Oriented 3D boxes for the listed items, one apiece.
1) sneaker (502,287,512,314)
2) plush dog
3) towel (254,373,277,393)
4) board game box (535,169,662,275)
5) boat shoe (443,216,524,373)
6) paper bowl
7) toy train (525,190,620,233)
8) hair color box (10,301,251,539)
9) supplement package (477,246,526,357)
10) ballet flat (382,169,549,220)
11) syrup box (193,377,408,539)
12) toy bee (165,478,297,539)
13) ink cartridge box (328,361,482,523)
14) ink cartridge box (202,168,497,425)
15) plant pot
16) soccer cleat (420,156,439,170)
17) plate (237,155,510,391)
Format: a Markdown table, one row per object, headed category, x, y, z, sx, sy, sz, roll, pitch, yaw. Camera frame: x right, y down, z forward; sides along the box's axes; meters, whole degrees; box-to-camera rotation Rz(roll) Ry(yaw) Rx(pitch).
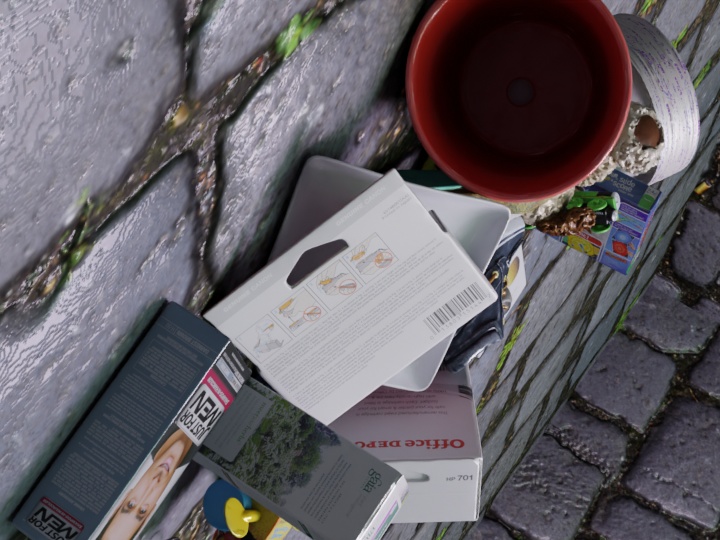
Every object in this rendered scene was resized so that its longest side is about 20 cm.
| category | x | y | z | sx | sy | sz | roll | pitch | yaw |
| --- | --- | --- | --- | --- | --- | --- | --- | --- | --- |
| sneaker | 0.068 | 0.066 | 1.518 | 0.076 | 0.199 | 0.080 | -94 | 160 | -54 |
| plush dog | 0.203 | -0.132 | 1.585 | 0.172 | 0.200 | 0.160 | -52 | -176 | -15 |
| towel | -0.089 | 0.165 | 1.422 | 0.112 | 0.048 | 0.200 | -46 | 160 | -14 |
| board game box | 0.247 | -0.087 | 1.720 | 0.035 | 0.199 | 0.136 | -54 | 165 | -30 |
| boat shoe | 0.118 | 0.023 | 1.438 | 0.200 | 0.091 | 0.071 | -38 | -178 | -42 |
| paper bowl | 0.297 | -0.191 | 1.704 | 0.104 | 0.201 | 0.201 | -24 | 151 | -20 |
| toy train | 0.208 | -0.075 | 1.670 | 0.056 | 0.199 | 0.042 | -45 | 130 | -44 |
| hair color box | -0.169 | 0.132 | 1.101 | 0.200 | 0.060 | 0.099 | -55 | 164 | -12 |
| supplement package | 0.111 | 0.006 | 1.642 | 0.114 | 0.109 | 0.200 | -57 | 164 | -8 |
| ballet flat | 0.105 | -0.068 | 1.400 | 0.199 | 0.071 | 0.071 | -6 | 141 | -17 |
| syrup box | -0.063 | 0.161 | 1.224 | 0.079 | 0.199 | 0.082 | -55 | 164 | -15 |
| toy bee | -0.094 | 0.241 | 1.340 | 0.130 | 0.109 | 0.200 | -14 | 147 | -46 |
| ink cartridge box | 0.035 | 0.146 | 1.403 | 0.201 | 0.145 | 0.086 | -93 | -177 | -53 |
| ink cartridge box | -0.010 | 0.020 | 1.221 | 0.200 | 0.045 | 0.176 | -37 | 126 | 6 |
| plant pot | 0.145 | -0.166 | 1.313 | 0.201 | 0.200 | 0.177 | -61 | 175 | 9 |
| soccer cleat | 0.064 | -0.059 | 1.501 | 0.201 | 0.064 | 0.084 | -66 | -157 | -5 |
| plate | 0.006 | 0.003 | 1.263 | 0.200 | 0.199 | 0.032 | -66 | -154 | 23 |
